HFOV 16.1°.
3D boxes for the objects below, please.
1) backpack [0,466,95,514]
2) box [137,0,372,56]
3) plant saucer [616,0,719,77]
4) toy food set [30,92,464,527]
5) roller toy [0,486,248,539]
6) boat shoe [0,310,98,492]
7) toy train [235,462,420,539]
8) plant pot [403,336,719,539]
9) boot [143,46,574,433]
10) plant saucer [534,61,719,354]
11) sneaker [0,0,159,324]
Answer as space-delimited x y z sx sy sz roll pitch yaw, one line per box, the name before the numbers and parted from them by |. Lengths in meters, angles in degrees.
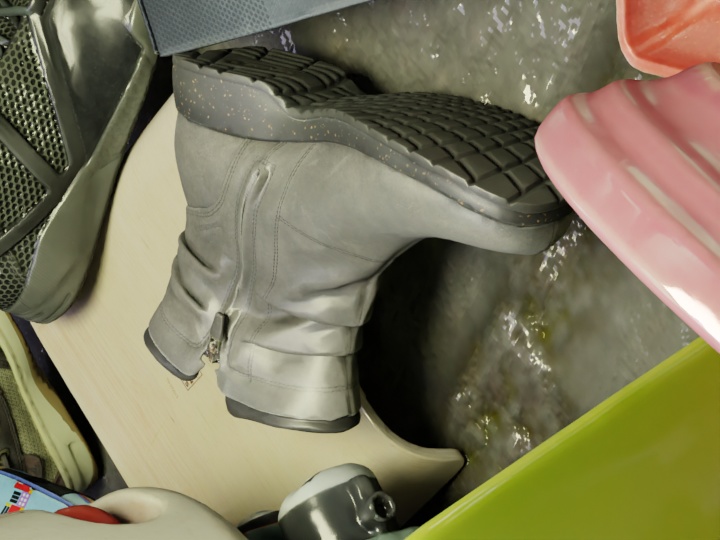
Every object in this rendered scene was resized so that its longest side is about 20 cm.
backpack | -0.126 0.189 1.115 0.182 0.135 0.200 17 143 49
box | -0.029 -0.170 0.913 0.200 0.051 0.158 -6 104 54
plant saucer | 0.149 -0.137 0.703 0.199 0.037 0.201 21 125 47
toy food set | -0.050 0.034 1.056 0.200 0.060 0.144 56 132 14
roller toy | -0.112 0.176 0.929 0.200 0.139 0.183 47 133 38
boat shoe | -0.191 0.050 1.175 0.072 0.066 0.201 13 144 42
toy train | 0.011 0.171 0.955 0.114 0.085 0.201 -45 63 46
plant pot | 0.088 0.152 0.807 0.182 0.200 0.199 54 143 10
boot | 0.000 0.000 0.926 0.200 0.070 0.132 23 114 47
plant saucer | 0.138 0.008 0.691 0.201 0.200 0.051 45 104 30
sneaker | -0.148 -0.082 1.028 0.076 0.114 0.200 37 111 55
